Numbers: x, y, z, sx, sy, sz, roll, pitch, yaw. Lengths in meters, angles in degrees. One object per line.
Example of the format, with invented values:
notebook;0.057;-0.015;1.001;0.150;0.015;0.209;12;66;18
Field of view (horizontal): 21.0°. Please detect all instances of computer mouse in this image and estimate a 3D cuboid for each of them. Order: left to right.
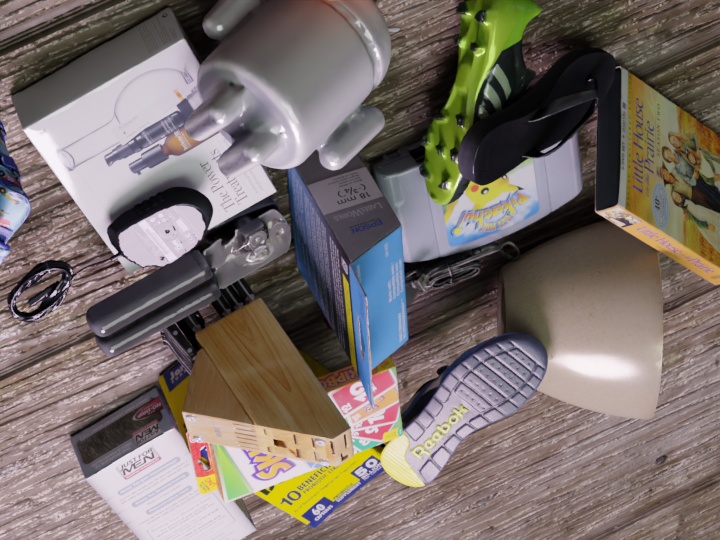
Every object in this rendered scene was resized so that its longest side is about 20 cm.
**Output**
computer mouse;-0.213;-0.015;1.639;0.200;0.034;0.059;-26;129;9

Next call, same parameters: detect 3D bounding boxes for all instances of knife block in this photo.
knife block;-0.089;0.070;1.725;0.200;0.176;0.064;10;154;8

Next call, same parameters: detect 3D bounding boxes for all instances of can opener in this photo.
can opener;-0.153;0.000;1.707;0.200;0.067;0.053;-29;136;-12

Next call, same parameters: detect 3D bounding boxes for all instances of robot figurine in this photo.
robot figurine;-0.053;-0.162;1.564;0.170;0.113;0.200;51;61;-14

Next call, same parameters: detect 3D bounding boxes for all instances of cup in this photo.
cup;0.208;0.047;1.887;0.143;0.200;0.200;-2;133;-1

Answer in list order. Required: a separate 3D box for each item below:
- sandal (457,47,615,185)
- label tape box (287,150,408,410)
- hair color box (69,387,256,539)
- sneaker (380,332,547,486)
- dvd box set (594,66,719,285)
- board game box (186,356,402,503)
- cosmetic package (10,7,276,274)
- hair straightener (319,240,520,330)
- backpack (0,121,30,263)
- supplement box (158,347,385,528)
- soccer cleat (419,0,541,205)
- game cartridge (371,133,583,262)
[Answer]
sandal;0.164;-0.129;1.710;0.200;0.043;0.076;-38;140;-33
label tape box;0.000;0.000;1.705;0.063;0.200;0.144;-17;136;-13
hair color box;-0.191;0.211;1.902;0.099;0.061;0.200;-31;138;0
sneaker;0.097;0.119;1.853;0.074;0.082;0.200;44;114;-10
dvd box set;0.291;-0.087;1.828;0.029;0.147;0.200;-16;148;39
board game box;-0.059;0.148;1.781;0.200;0.030;0.096;-18;134;-12
cosmetic package;-0.178;-0.104;1.625;0.151;0.052;0.200;-28;137;3
hair straightener;0.063;0.015;1.842;0.200;0.077;0.041;-19;102;-11
backpack;-0.342;-0.027;1.499;0.134;0.200;0.183;19;118;-39
supplement box;-0.080;0.145;1.864;0.109;0.110;0.200;-41;135;12
soccer cleat;0.109;-0.149;1.706;0.081;0.068;0.200;-1;116;-35
game cartridge;0.113;-0.083;1.811;0.200;0.040;0.133;-22;140;-8
